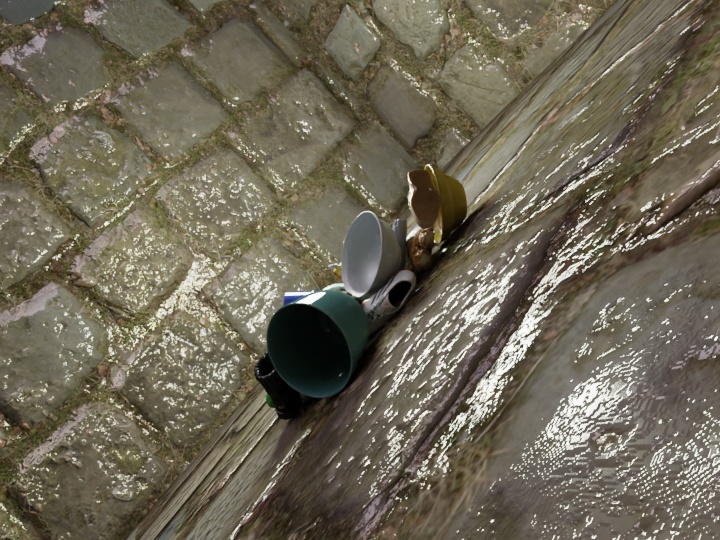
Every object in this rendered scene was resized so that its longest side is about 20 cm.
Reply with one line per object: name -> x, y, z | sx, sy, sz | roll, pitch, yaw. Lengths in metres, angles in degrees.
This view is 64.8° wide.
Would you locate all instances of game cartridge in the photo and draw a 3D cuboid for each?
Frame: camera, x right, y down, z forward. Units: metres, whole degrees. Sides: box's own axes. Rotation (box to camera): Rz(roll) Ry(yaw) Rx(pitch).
game cartridge -> 0.098, -0.058, 1.472 | 0.200, 0.040, 0.137 | -31, -52, -88

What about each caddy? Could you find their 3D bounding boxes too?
caddy -> -0.137, 0.126, 1.431 | 0.200, 0.102, 0.145 | 95, 175, -80

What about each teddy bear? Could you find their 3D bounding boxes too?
teddy bear -> 0.143, -0.058, 1.380 | 0.201, 0.065, 0.149 | -74, -9, -69

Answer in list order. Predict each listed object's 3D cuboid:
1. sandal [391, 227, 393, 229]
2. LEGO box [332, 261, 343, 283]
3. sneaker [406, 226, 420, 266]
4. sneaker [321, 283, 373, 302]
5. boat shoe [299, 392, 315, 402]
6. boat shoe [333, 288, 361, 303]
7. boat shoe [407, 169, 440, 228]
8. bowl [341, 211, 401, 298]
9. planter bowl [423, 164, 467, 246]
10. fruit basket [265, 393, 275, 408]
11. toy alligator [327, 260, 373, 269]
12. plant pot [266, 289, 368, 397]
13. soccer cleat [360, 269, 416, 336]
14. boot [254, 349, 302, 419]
sandal -> 0.058, -0.049, 1.584 | 0.081, 0.055, 0.201 | -18, 30, 45
LEGO box -> 0.009, 0.011, 1.777 | 0.077, 0.149, 0.200 | -46, 3, -20
sneaker -> 0.125, -0.042, 1.596 | 0.200, 0.078, 0.099 | -48, 7, 7
sneaker -> -0.001, 0.054, 1.426 | 0.196, 0.076, 0.118 | -1, -19, -31
boat shoe -> -0.116, 0.250, 1.334 | 0.073, 0.074, 0.200 | -46, 3, 4
boat shoe -> -0.041, 0.089, 1.345 | 0.076, 0.073, 0.201 | -52, -11, -18
boat shoe -> 0.150, -0.161, 1.357 | 0.203, 0.072, 0.070 | -90, -4, -46
bowl -> 0.036, -0.031, 1.352 | 0.200, 0.088, 0.206 | -28, 58, 57
planter bowl -> 0.217, -0.168, 1.424 | 0.081, 0.206, 0.200 | -8, 1, -5
fruit basket -> -0.201, 0.277, 1.586 | 0.213, 0.158, 0.216 | -31, 0, 0
toy alligator -> 0.000, 0.000, 1.486 | 0.196, 0.056, 0.059 | -9, 10, 33
plant pot -> -0.071, 0.133, 1.184 | 0.200, 0.201, 0.161 | -44, -3, 32
soccer cleat -> 0.050, 0.080, 1.261 | 0.200, 0.069, 0.085 | -46, 10, 9
boot -> -0.182, 0.231, 1.372 | 0.078, 0.160, 0.213 | -13, 34, 12
